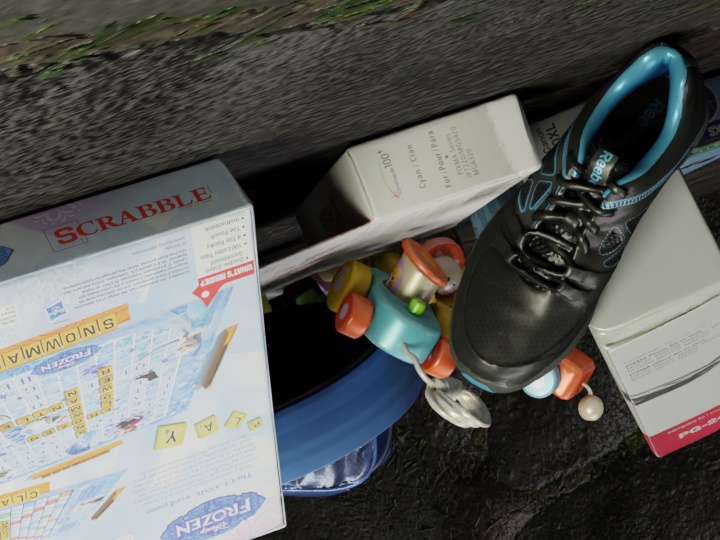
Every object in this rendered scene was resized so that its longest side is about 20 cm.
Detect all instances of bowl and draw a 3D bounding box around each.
[{"bbox_3d":[-0.063,0.072,1.034,0.200,0.039,0.201,-18,-163,6],"label":"bowl"}]

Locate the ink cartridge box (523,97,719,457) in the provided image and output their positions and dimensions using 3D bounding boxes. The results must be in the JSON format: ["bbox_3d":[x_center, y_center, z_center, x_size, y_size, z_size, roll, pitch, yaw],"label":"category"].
[{"bbox_3d":[0.166,0.003,1.049,0.083,0.146,0.200,-25,152,6],"label":"ink cartridge box"}]

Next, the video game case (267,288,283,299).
[{"bbox_3d":[-0.171,0.042,1.386,0.182,0.023,0.200,-20,177,15],"label":"video game case"}]

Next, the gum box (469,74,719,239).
[{"bbox_3d":[0.178,-0.080,1.207,0.169,0.045,0.200,-17,177,-16],"label":"gum box"}]

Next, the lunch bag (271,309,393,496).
[{"bbox_3d":[-0.075,0.098,1.326,0.199,0.136,0.132,-2,178,8],"label":"lunch bag"}]

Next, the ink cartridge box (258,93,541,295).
[{"bbox_3d":[-0.012,-0.028,0.958,0.176,0.045,0.200,-20,176,-12],"label":"ink cartridge box"}]

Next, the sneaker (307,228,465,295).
[{"bbox_3d":[0.000,0.000,1.230,0.090,0.075,0.200,-27,173,25],"label":"sneaker"}]

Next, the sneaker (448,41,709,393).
[{"bbox_3d":[0.105,-0.031,0.905,0.200,0.073,0.082,-59,168,-3],"label":"sneaker"}]

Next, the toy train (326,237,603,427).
[{"bbox_3d":[0.067,0.029,1.008,0.056,0.150,0.200,-59,161,14],"label":"toy train"}]

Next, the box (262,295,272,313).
[{"bbox_3d":[-0.126,0.025,1.136,0.075,0.050,0.200,-21,176,18],"label":"box"}]

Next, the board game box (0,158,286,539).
[{"bbox_3d":[-0.136,0.067,0.781,0.199,0.041,0.200,-17,132,-17],"label":"board game box"}]

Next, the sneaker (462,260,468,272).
[{"bbox_3d":[0.115,0.008,1.257,0.081,0.077,0.200,-44,-179,11],"label":"sneaker"}]

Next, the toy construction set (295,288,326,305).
[{"bbox_3d":[-0.068,0.075,1.469,0.199,0.092,0.131,-19,173,-3],"label":"toy construction set"}]

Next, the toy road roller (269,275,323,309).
[{"bbox_3d":[-0.042,0.061,1.634,0.146,0.123,0.200,-30,178,-10],"label":"toy road roller"}]
